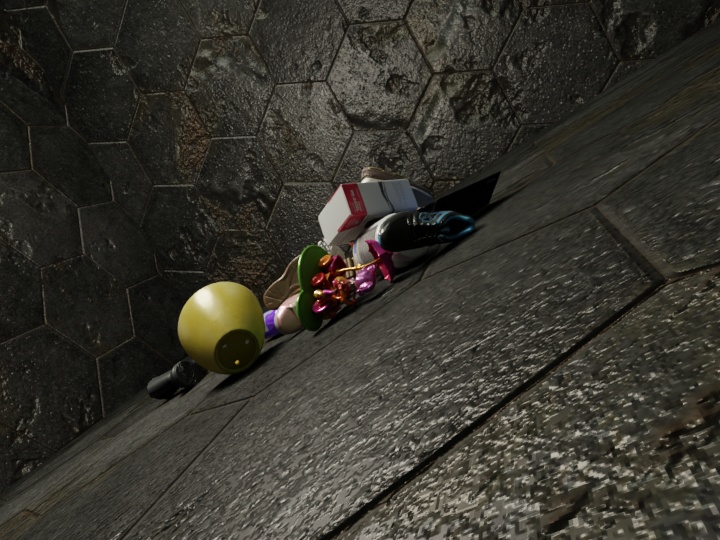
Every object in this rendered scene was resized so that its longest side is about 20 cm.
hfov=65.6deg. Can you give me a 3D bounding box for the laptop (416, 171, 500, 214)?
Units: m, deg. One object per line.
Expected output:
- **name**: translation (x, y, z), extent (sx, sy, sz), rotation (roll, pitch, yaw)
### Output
- **laptop**: translation (0.211, -0.176, 1.325), extent (0.173, 0.106, 0.200), rotation (-24, 28, -14)

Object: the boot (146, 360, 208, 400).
- **boot**: translation (-0.550, 0.327, 1.628), extent (0.165, 0.078, 0.200), rotation (-28, -2, 5)

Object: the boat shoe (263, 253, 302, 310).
- **boat shoe**: translation (-0.149, 0.020, 1.347), extent (0.198, 0.072, 0.064), rotation (-38, -15, 17)

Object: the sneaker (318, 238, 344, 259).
- **sneaker**: translation (-0.118, 0.013, 1.456), extent (0.200, 0.076, 0.080), rotation (-46, -44, 14)

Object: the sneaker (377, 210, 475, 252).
- **sneaker**: translation (0.127, -0.082, 1.070), extent (0.195, 0.076, 0.082), rotation (-14, 9, -20)

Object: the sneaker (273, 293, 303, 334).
- **sneaker**: translation (-0.107, 0.071, 1.286), extent (0.198, 0.077, 0.104), rotation (-31, -2, -37)

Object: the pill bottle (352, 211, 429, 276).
- **pill bottle**: translation (0.067, -0.057, 1.208), extent (0.113, 0.116, 0.199), rotation (-33, 5, -22)

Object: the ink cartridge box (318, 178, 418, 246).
- **ink cartridge box**: translation (0.019, -0.138, 1.327), extent (0.195, 0.085, 0.145), rotation (-10, -22, -32)

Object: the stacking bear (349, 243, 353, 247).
- **stacking bear**: translation (0.021, -0.121, 1.547), extent (0.111, 0.124, 0.201), rotation (-7, 26, 21)

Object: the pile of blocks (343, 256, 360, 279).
- **pile of blocks**: translation (0.000, 0.000, 1.379), extent (0.196, 0.064, 0.082), rotation (-20, -18, 23)

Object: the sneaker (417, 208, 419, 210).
- **sneaker**: translation (0.132, -0.115, 1.537), extent (0.199, 0.088, 0.074), rotation (-37, 8, -35)

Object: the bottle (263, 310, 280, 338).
- **bottle**: translation (-0.212, 0.130, 1.458), extent (0.083, 0.066, 0.199), rotation (-33, 4, -29)

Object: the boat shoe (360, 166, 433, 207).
- **boat shoe**: translation (0.093, -0.212, 1.414), extent (0.072, 0.194, 0.061), rotation (121, 156, -54)

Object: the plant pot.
- **plant pot**: translation (-0.288, 0.147, 1.227), extent (0.197, 0.203, 0.142), rotation (-33, 32, -14)

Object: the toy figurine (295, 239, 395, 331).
- **toy figurine**: translation (-0.019, 0.015, 1.104), extent (0.180, 0.151, 0.203), rotation (-18, 33, 31)
